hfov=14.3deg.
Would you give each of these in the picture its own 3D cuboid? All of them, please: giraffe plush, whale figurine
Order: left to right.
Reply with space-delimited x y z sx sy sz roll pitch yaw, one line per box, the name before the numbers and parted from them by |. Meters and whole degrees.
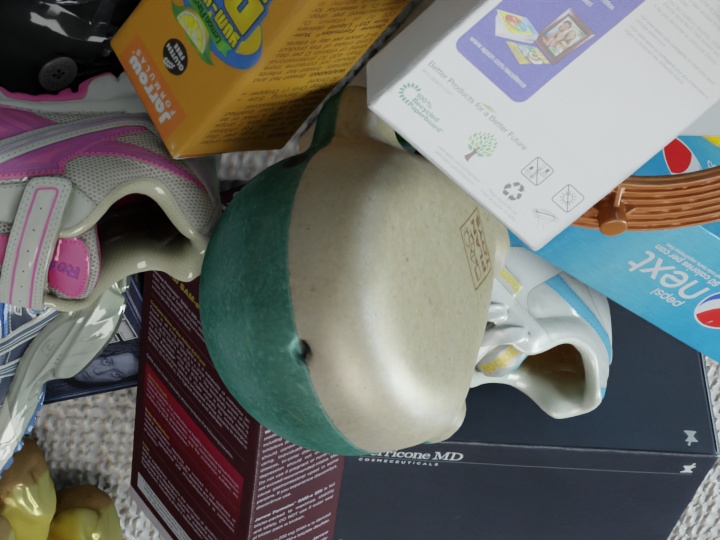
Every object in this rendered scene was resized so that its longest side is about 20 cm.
giraffe plush | -0.223 0.204 1.593 0.162 0.173 0.200 -11 129 28
whale figurine | 0.000 0.000 1.217 0.103 0.200 0.160 -9 108 24

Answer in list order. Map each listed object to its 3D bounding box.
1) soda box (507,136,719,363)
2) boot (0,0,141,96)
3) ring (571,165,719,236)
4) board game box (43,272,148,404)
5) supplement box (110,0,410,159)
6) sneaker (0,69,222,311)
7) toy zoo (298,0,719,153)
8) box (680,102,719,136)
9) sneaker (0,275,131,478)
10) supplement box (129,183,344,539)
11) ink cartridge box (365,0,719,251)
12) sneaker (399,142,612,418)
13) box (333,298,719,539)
soda box | 0.148 -0.020 1.362 0.068 0.064 0.200 -31 138 31
boot | -0.167 -0.096 1.222 0.164 0.066 0.200 11 133 -23
ring | 0.132 -0.072 1.177 0.200 0.019 0.201 -5 145 -3
board game box | -0.178 0.000 1.407 0.135 0.035 0.200 -12 144 8
supplement box | -0.019 -0.127 1.145 0.069 0.067 0.200 -13 155 -42
sneaker | -0.144 -0.029 1.185 0.199 0.088 0.081 -9 138 -16
toy zoo | 0.088 -0.065 1.364 0.200 0.021 0.131 15 140 -27
box | 0.150 -0.142 1.189 0.199 0.107 0.152 2 145 -10
sneaker | -0.189 0.036 1.377 0.085 0.077 0.200 24 129 -21
supplement box | -0.060 0.069 1.420 0.061 0.109 0.200 -22 142 -28
ink cartridge box | 0.105 -0.103 1.090 0.200 0.039 0.099 -39 115 23
sneaker | 0.053 0.004 1.369 0.076 0.081 0.200 -30 137 35
box | 0.065 0.098 1.518 0.199 0.104 0.182 4 145 -14
